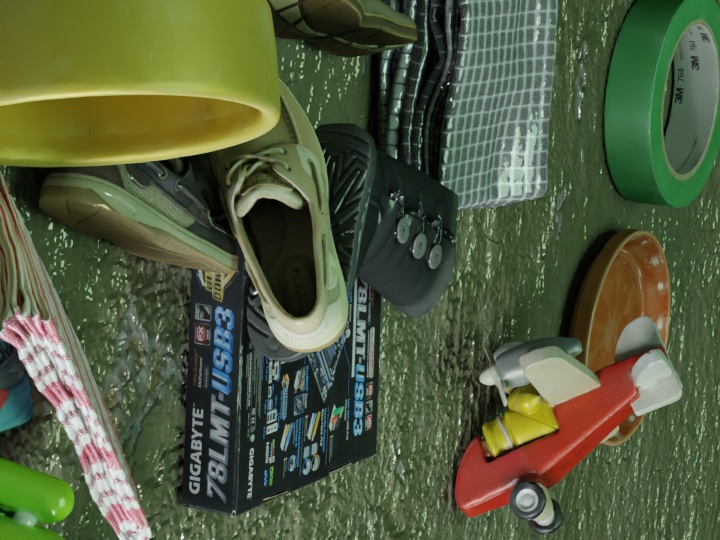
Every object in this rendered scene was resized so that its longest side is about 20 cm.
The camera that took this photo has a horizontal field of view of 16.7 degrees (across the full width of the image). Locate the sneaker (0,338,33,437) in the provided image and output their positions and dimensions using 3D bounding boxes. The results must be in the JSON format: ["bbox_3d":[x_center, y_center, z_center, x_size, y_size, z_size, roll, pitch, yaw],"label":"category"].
[{"bbox_3d":[-0.250,0.055,1.320,0.200,0.079,0.096,-24,110,-68],"label":"sneaker"}]

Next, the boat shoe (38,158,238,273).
[{"bbox_3d":[-0.127,-0.044,1.509,0.200,0.072,0.065,26,73,-61],"label":"boat shoe"}]

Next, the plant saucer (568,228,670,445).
[{"bbox_3d":[0.236,0.061,2.277,0.200,0.032,0.202,-27,120,-58],"label":"plant saucer"}]

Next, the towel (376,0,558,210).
[{"bbox_3d":[0.081,-0.139,1.863,0.165,0.085,0.201,-15,112,-59],"label":"towel"}]

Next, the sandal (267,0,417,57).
[{"bbox_3d":[-0.021,-0.187,1.670,0.200,0.080,0.054,11,73,-64],"label":"sandal"}]

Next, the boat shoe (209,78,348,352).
[{"bbox_3d":[-0.056,-0.049,1.567,0.065,0.072,0.201,66,9,-72],"label":"boat shoe"}]

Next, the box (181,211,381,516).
[{"bbox_3d":[-0.050,0.051,1.710,0.198,0.049,0.201,-19,114,-60],"label":"box"}]

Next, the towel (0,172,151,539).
[{"bbox_3d":[-0.176,0.051,1.409,0.147,0.030,0.201,-116,-175,-47],"label":"towel"}]

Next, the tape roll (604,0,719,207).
[{"bbox_3d":[0.287,-0.161,2.288,0.200,0.048,0.202,-29,124,-57],"label":"tape roll"}]

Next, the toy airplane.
[{"bbox_3d":[0.168,0.105,2.043,0.198,0.141,0.201,-21,147,-38],"label":"toy airplane"}]

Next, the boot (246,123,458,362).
[{"bbox_3d":[0.000,-0.001,1.688,0.166,0.065,0.200,-69,160,-5],"label":"boot"}]

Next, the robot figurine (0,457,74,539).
[{"bbox_3d":[-0.217,0.191,1.354,0.200,0.115,0.176,25,85,-67],"label":"robot figurine"}]

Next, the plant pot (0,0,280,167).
[{"bbox_3d":[-0.148,-0.166,1.324,0.200,0.200,0.190,12,71,-62],"label":"plant pot"}]
